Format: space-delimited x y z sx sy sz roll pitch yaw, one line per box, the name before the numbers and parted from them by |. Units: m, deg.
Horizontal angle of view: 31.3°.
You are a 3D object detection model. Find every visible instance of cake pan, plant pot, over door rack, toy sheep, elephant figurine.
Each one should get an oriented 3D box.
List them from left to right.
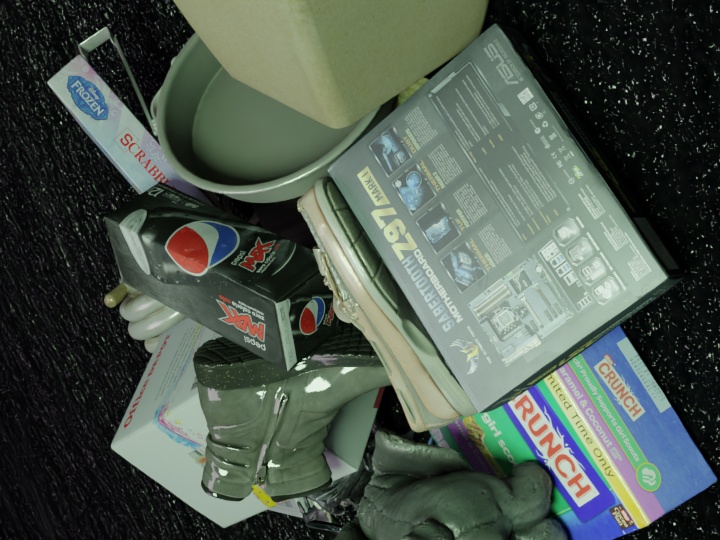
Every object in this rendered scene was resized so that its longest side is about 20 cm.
toy sheep | -0.196 0.029 1.361 0.137 0.137 0.201 -4 117 59
over door rack | -0.167 -0.141 1.195 0.200 0.066 0.148 44 172 43
cake pan | -0.058 -0.134 0.964 0.200 0.200 0.037 37 171 37
plant pot | -0.022 -0.214 0.834 0.199 0.199 0.178 30 147 44
elephant figurine | 0.040 0.187 0.945 0.199 0.141 0.156 16 133 49

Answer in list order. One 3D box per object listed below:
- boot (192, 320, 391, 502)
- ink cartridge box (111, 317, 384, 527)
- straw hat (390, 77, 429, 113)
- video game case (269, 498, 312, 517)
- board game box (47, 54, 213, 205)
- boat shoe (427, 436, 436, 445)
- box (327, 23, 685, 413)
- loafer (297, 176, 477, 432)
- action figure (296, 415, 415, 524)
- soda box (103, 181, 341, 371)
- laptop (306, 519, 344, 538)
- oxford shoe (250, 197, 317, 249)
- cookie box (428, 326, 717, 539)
boot | -0.033 0.113 1.014 0.068 0.197 0.132 -96 1 -67
ink cartridge box | -0.096 0.113 1.154 0.144 0.146 0.199 41 135 -22
straw hat | 0.007 -0.041 0.962 0.199 0.085 0.203 15 116 32
video game case | -0.138 0.198 1.524 0.199 0.023 0.184 -5 109 60
board game box | -0.192 -0.089 1.184 0.200 0.041 0.200 49 174 1
boat shoe | 0.070 0.205 1.144 0.084 0.068 0.201 48 148 23
box | 0.091 -0.033 0.843 0.157 0.051 0.201 -39 74 23
loafer | 0.010 0.031 0.899 0.063 0.072 0.201 -31 104 22
action figure | -0.019 0.183 1.226 0.102 0.119 0.200 47 154 13
soda box | -0.109 0.000 1.000 0.199 0.063 0.071 24 137 36
laptop | 0.064 0.294 1.107 0.198 0.104 0.177 6 162 23
oxford shoe | -0.052 -0.026 1.174 0.071 0.071 0.202 -104 -1 -61
cookie box | 0.140 0.121 0.953 0.172 0.075 0.200 59 150 10
